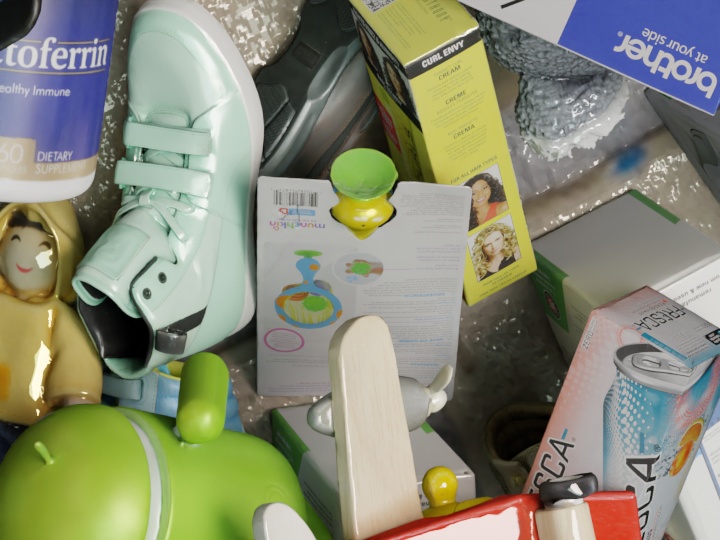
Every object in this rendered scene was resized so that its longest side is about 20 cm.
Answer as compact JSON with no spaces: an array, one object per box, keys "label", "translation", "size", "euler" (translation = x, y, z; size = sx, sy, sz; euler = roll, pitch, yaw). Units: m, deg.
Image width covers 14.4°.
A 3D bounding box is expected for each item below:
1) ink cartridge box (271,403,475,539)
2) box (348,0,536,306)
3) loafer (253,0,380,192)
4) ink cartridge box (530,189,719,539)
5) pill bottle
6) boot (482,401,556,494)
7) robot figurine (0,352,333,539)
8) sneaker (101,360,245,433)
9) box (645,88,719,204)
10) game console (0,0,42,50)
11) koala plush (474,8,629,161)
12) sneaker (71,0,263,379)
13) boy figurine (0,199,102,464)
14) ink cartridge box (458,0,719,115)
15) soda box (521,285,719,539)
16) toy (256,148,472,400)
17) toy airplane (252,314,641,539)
[{"label":"ink cartridge box","translation":[0.009,0.190,1.636],"size":[0.083,0.145,0.201],"euler":[-8,108,-15]},{"label":"box","translation":[0.046,-0.075,1.563],"size":[0.050,0.075,0.201],"euler":[-29,140,-10]},{"label":"loafer","translation":[0.000,-0.123,1.590],"size":[0.063,0.072,0.200],"euler":[29,104,-42]},{"label":"ink cartridge box","translation":[0.185,0.072,1.654],"size":[0.087,0.145,0.201],"euler":[-26,111,-9]},{"label":"pill bottle","translation":[-0.184,-0.145,1.492],"size":[0.115,0.116,0.201],"euler":[4,105,-18]},{"label":"boot","translation":[0.144,0.161,1.641],"size":[0.072,0.200,0.155],"euler":[-31,112,-11]},{"label":"robot figurine","translation":[-0.109,0.135,1.502],"size":[0.199,0.116,0.176],"euler":[15,117,-41]},{"label":"sneaker","translation":[-0.155,0.106,1.603],"size":[0.199,0.080,0.132],"euler":[-13,104,-13]},{"label":"box","translation":[0.282,-0.039,1.634],"size":[0.097,0.176,0.200],"euler":[-39,114,-3]},{"label":"game console","translation":[-0.260,-0.186,1.409],"size":[0.175,0.116,0.201],"euler":[-6,74,-13]},{"label":"koala plush","translation":[0.147,-0.168,1.545],"size":[0.199,0.184,0.178],"euler":[-25,111,-10]},{"label":"sneaker","translation":[-0.109,-0.040,1.528],"size":[0.118,0.073,0.202],"euler":[-35,125,-54]},{"label":"boy figurine","translation":[-0.192,0.055,1.557],"size":[0.064,0.124,0.201],"euler":[30,79,-64]},{"label":"ink cartridge box","translation":[0.111,-0.165,1.464],"size":[0.199,0.044,0.094],"euler":[25,105,0]},{"label":"soda box","translation":[0.133,0.113,1.542],"size":[0.063,0.068,0.201],"euler":[-22,137,-53]},{"label":"toy","translation":[0.000,0.000,1.589],"size":[0.114,0.047,0.201],"euler":[2,146,0]},{"label":"toy airplane","translation":[0.023,0.154,1.476],"size":[0.199,0.141,0.201],"euler":[35,82,-10]}]
